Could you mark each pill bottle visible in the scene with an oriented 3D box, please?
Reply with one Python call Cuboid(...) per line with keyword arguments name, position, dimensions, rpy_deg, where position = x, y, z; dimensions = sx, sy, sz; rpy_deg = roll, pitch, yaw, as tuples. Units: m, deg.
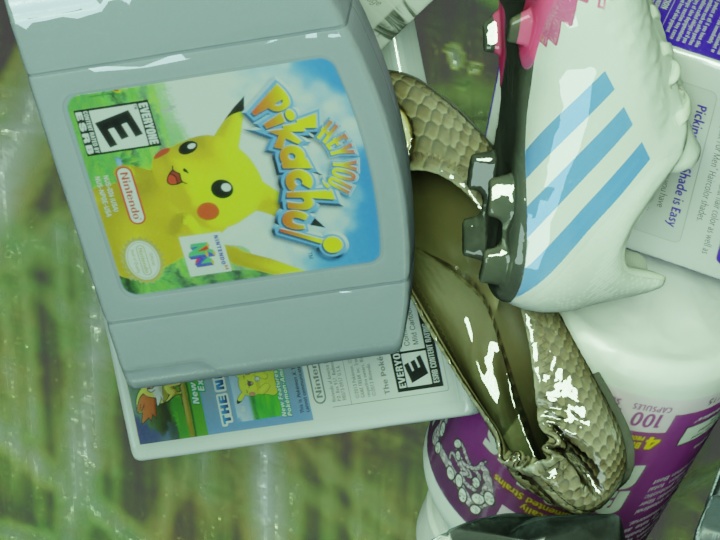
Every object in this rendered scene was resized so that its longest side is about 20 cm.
Cuboid(name="pill bottle", position=(0.092, 0.065, 1.301), dimensions=(0.112, 0.112, 0.200), rpy_deg=(26, 135, 3))

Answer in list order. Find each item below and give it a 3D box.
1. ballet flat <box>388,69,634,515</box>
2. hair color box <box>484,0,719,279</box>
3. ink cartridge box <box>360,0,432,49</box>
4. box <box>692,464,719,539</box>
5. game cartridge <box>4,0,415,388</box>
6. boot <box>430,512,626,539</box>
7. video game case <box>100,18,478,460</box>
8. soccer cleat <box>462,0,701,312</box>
Cuboid(name="ballet flat", position=(0.044, 0.010, 1.195), dimensions=(0.067, 0.046, 0.200), rpy_deg=(-32, 84, 42))
Cuboid(name="hair color box", position=(0.154, -0.055, 1.199), dimensions=(0.200, 0.065, 0.109), rpy_deg=(20, 134, 11))
Cuboid(name="ink cartridge box", position=(-0.024, -0.142, 1.156), dimensions=(0.116, 0.067, 0.200), rpy_deg=(23, 127, -39))
Cuboid(name="box", position=(0.197, 0.125, 1.242), dimensions=(0.117, 0.197, 0.200), rpy_deg=(19, 134, 9))
Cuboid(name="game cartridge", position=(-0.049, -0.044, 1.144), dimensions=(0.133, 0.041, 0.200), rpy_deg=(-11, 124, 7))
Cuboid(name="boot", position=(0.042, 0.164, 1.255), dimensions=(0.165, 0.066, 0.200), rpy_deg=(-20, 161, 2))
Cuboid(name="video game case", position=(-0.043, -0.026, 1.284), dimensions=(0.182, 0.022, 0.200), rpy_deg=(-10, 94, 32))
Cuboid(name="soccer cleat", position=(0.091, -0.079, 1.132), dimensions=(0.086, 0.070, 0.200), rpy_deg=(1, 114, -13))
